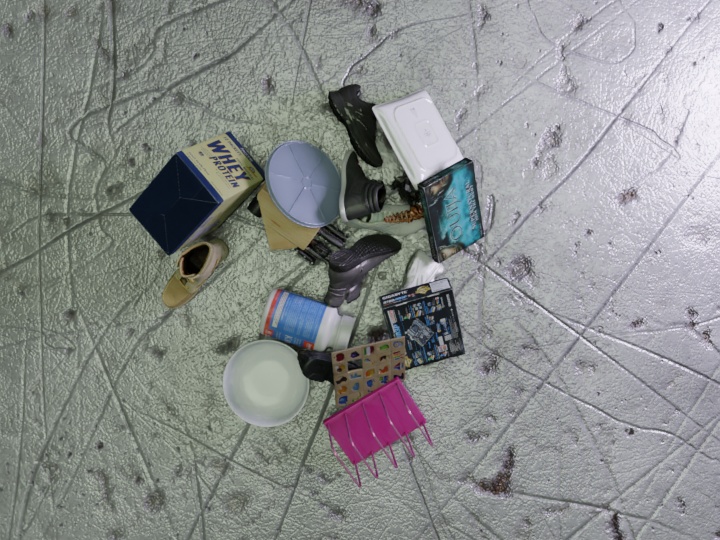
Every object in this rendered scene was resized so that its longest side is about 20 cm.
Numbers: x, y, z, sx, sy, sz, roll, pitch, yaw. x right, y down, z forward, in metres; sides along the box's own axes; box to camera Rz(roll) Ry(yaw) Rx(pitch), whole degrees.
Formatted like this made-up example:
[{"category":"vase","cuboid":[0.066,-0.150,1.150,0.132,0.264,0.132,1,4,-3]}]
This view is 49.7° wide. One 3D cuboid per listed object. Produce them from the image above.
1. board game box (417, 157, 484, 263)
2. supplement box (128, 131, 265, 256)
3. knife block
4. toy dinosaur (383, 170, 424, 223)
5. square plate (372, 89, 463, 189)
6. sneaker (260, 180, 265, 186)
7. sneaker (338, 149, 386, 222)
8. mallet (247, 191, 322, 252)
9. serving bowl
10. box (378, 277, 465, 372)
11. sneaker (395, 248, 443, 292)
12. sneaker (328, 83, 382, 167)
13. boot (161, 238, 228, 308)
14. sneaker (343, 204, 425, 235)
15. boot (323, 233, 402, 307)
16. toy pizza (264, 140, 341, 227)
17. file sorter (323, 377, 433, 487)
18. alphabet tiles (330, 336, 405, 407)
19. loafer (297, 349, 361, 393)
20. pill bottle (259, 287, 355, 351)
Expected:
[{"category":"board game box","cuboid":[0.199,-0.128,1.692,0.135,0.028,0.200,-31,128,-19]},{"category":"supplement box","cuboid":[-0.345,-0.167,1.669,0.200,0.200,0.134,-39,92,32]},{"category":"knife block","cuboid":[-0.121,-0.108,1.715,0.175,0.064,0.201,-6,118,8]},{"category":"toy dinosaur","cuboid":[0.134,-0.163,1.714,0.102,0.200,0.136,-35,88,42]},{"category":"square plate","cuboid":[0.135,-0.293,1.691,0.028,0.200,0.199,-26,93,45]},{"category":"sneaker","cuboid":[-0.149,-0.199,1.756,0.199,0.075,0.085,25,96,-9]},{"category":"sneaker","cuboid":[0.009,-0.190,1.709,0.099,0.071,0.201,-6,51,10]},{"category":"mallet","cuboid":[-0.172,-0.099,1.782,0.066,0.041,0.200,-44,95,5]},{"category":"serving bowl","cuboid":[-0.212,0.254,1.788,0.199,0.066,0.201,0,93,2]},{"category":"box","cuboid":[0.139,0.123,1.723,0.158,0.046,0.200,-16,127,1]},{"category":"sneaker","cuboid":[0.128,0.059,1.759,0.099,0.078,0.201,25,96,-4]},{"category":"sneaker","cuboid":[0.007,-0.327,1.743,0.091,0.076,0.200,-29,96,-6]},{"category":"boot","cuboid":[-0.386,0.010,1.734,0.200,0.155,0.073,-44,91,4]},{"category":"sneaker","cuboid":[0.053,-0.115,1.749,0.199,0.080,0.071,2,92,1]},{"category":"boot","cuboid":[0.000,0.000,1.759,0.200,0.070,0.132,-19,135,-30]},{"category":"toy pizza","cuboid":[-0.123,-0.185,1.687,0.200,0.032,0.201,14,66,-33]},{"category":"file sorter","cuboid":[0.042,0.367,1.736,0.200,0.125,0.139,-31,113,4]},{"category":"alphabet tiles","cuboid":[0.021,0.239,1.741,0.167,0.008,0.201,-12,128,-11]},{"category":"loafer","cuboid":[-0.055,0.223,1.759,0.200,0.072,0.073,29,100,-34]},{"category":"pill bottle","cuboid":[-0.118,0.118,1.752,0.199,0.112,0.113,17,94,2]}]
